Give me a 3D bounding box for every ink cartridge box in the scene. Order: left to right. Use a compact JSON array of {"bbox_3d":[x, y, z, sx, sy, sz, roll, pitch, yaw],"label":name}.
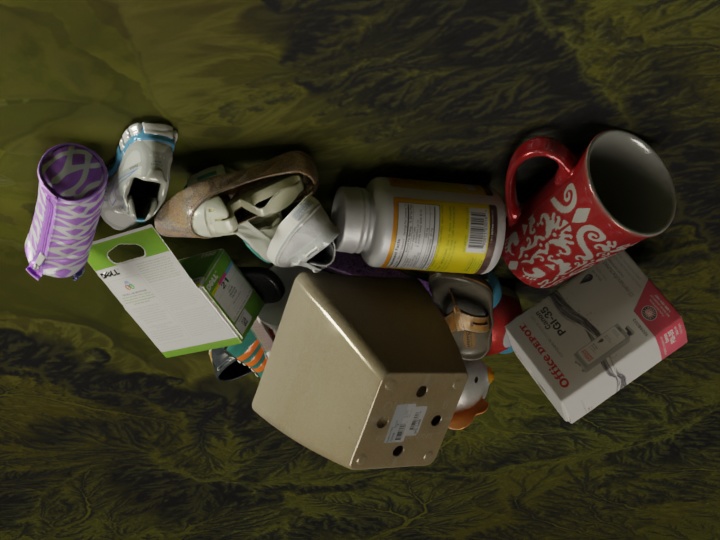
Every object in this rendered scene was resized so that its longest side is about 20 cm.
[{"bbox_3d":[-0.240,0.009,1.593,0.147,0.076,0.201,-12,125,37],"label":"ink cartridge box"},{"bbox_3d":[0.319,0.088,1.699,0.199,0.147,0.083,-35,147,-1],"label":"ink cartridge box"}]

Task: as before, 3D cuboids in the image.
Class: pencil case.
[{"bbox_3d":[-0.350,-0.066,1.462,0.085,0.084,0.200,-40,168,-34],"label":"pencil case"}]

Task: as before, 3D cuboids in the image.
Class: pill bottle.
[{"bbox_3d":[-0.054,0.066,1.717,0.115,0.117,0.200,-18,148,25],"label":"pill bottle"},{"bbox_3d":[0.068,-0.055,1.514,0.198,0.110,0.109,4,151,-15],"label":"pill bottle"}]

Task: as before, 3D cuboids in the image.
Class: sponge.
[{"bbox_3d":[0.000,0.000,1.638,0.199,0.030,0.111,20,176,-40],"label":"sponge"}]

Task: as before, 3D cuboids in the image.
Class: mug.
[{"bbox_3d":[0.254,-0.082,1.512,0.133,0.178,0.200,-34,177,-37],"label":"mug"}]

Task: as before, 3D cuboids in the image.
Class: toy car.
[{"bbox_3d":[0.151,0.131,1.774,0.175,0.202,0.184,-12,151,15],"label":"toy car"}]

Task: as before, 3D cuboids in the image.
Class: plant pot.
[{"bbox_3d":[0.016,0.136,1.535,0.199,0.177,0.201,3,117,-38],"label":"plant pot"}]

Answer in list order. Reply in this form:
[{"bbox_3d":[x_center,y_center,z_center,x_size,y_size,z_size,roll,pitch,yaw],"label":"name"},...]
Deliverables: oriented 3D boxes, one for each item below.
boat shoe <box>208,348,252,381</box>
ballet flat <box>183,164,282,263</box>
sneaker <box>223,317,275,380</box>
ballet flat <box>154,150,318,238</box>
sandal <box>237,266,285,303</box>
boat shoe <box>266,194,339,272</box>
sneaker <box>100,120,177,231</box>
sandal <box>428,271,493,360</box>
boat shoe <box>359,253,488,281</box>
[{"bbox_3d":[-0.138,0.118,1.858,0.199,0.063,0.075,-19,147,22],"label":"boat shoe"},{"bbox_3d":[-0.134,-0.068,1.522,0.069,0.070,0.200,-18,148,24],"label":"ballet flat"},{"bbox_3d":[-0.153,0.101,1.763,0.079,0.072,0.201,-6,136,11],"label":"sneaker"},{"bbox_3d":[-0.138,-0.079,1.423,0.199,0.067,0.068,-26,134,-7],"label":"ballet flat"},{"bbox_3d":[-0.182,0.015,1.662,0.198,0.045,0.075,-2,135,29],"label":"sandal"},{"bbox_3d":[-0.060,-0.031,1.479,0.072,0.069,0.200,-44,176,-21],"label":"boat shoe"},{"bbox_3d":[-0.262,-0.086,1.439,0.074,0.087,0.200,5,152,-20],"label":"sneaker"},{"bbox_3d":[0.132,0.067,1.623,0.081,0.055,0.201,2,143,10],"label":"sandal"},{"bbox_3d":[0.088,-0.027,1.613,0.199,0.067,0.072,16,175,-28],"label":"boat shoe"}]
